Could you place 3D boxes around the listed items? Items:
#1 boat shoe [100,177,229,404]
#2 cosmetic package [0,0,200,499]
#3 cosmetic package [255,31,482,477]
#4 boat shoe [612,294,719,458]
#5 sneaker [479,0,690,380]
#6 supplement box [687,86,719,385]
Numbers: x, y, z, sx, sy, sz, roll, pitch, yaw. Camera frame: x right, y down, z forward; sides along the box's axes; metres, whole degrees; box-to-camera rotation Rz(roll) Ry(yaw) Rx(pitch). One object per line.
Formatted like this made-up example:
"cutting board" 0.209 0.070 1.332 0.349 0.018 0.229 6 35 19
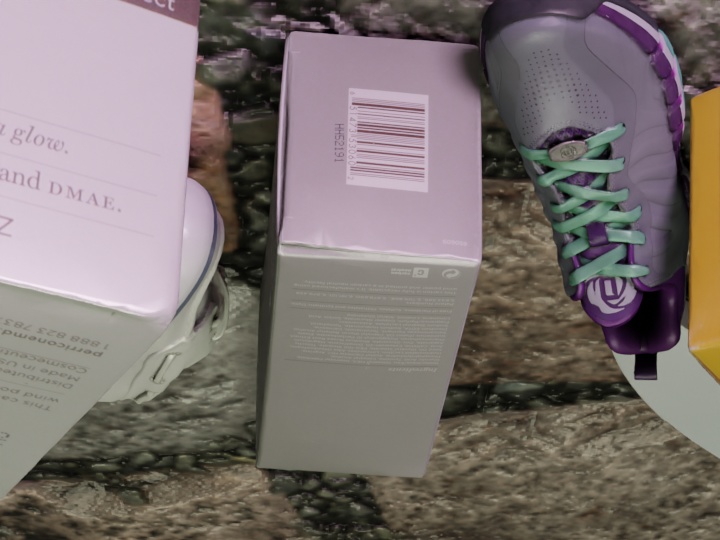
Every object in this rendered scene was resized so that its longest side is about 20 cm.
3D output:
"boat shoe" -0.092 0.011 0.961 0.065 0.074 0.200 8 160 -21
"cosmetic package" -0.157 -0.057 0.702 0.164 0.201 0.165 15 149 -24
"cosmetic package" 0.000 0.000 0.893 0.089 0.108 0.200 4 148 -6
"boat shoe" 0.208 0.059 1.029 0.199 0.068 0.072 35 149 -12
"sneaker" 0.101 -0.032 0.850 0.074 0.088 0.200 -11 148 19
"supplement box" 0.234 -0.024 0.809 0.199 0.132 0.103 -20 136 33
